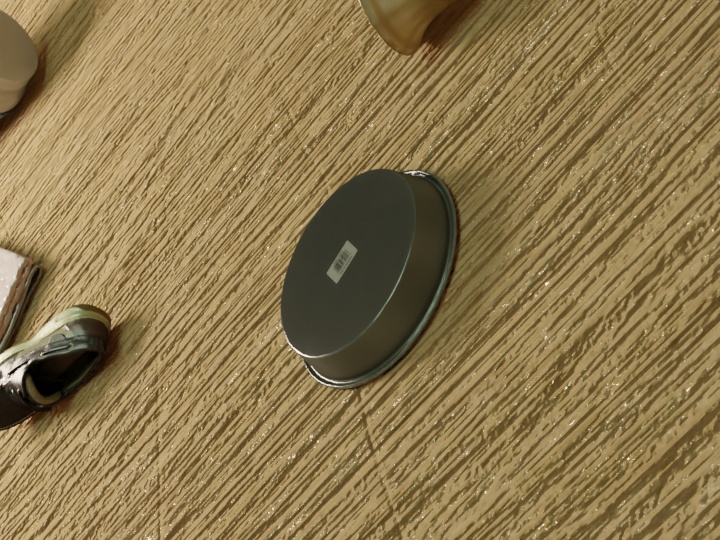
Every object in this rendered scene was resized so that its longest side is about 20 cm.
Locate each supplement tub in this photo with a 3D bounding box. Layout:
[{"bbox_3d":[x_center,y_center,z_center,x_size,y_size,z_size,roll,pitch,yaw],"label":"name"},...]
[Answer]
[{"bbox_3d":[-0.529,-0.242,2.272,0.200,0.145,0.145,-37,40,34],"label":"supplement tub"}]

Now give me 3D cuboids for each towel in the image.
[{"bbox_3d":[-0.459,0.065,2.053,0.191,0.032,0.200,14,79,56],"label":"towel"}]

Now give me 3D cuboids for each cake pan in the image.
[{"bbox_3d":[0.000,0.000,1.451,0.200,0.037,0.200,-34,42,37],"label":"cake pan"}]

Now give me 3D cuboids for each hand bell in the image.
[{"bbox_3d":[0.101,-0.275,1.490,0.200,0.104,0.104,-25,46,27],"label":"hand bell"}]

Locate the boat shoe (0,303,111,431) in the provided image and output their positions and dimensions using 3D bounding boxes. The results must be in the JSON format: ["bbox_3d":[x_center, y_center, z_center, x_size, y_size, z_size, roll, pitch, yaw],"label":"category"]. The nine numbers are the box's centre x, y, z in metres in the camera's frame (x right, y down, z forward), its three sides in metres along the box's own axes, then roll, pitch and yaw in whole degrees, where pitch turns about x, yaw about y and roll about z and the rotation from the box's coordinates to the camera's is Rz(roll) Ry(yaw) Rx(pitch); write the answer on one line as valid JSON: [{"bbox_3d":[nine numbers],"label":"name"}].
[{"bbox_3d":[-0.337,0.111,1.809,0.200,0.073,0.065,-43,32,28],"label":"boat shoe"}]
